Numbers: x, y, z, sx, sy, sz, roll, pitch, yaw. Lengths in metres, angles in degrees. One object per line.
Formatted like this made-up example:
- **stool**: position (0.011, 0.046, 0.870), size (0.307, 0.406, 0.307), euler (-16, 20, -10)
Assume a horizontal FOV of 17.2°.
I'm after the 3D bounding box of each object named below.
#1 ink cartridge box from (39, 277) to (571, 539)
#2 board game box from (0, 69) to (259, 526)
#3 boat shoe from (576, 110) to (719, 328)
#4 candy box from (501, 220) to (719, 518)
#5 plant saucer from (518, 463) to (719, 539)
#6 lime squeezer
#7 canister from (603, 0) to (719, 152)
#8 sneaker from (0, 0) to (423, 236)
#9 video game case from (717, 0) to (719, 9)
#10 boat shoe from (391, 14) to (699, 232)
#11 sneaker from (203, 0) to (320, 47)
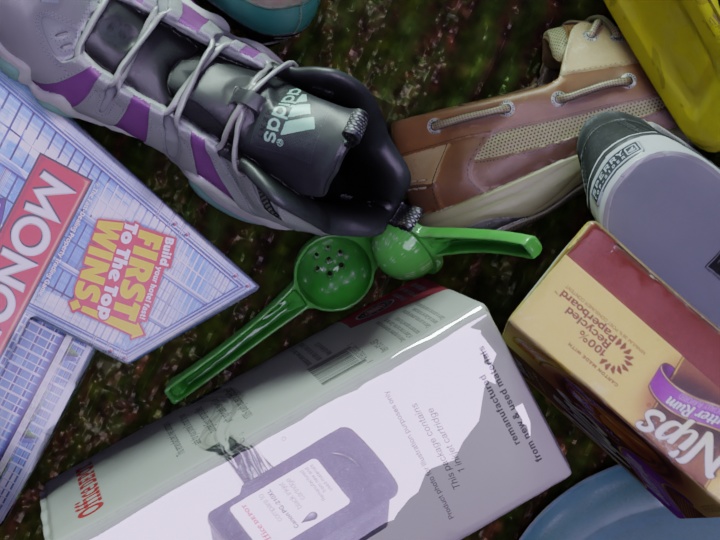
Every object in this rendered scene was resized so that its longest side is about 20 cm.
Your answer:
- **ink cartridge box**: position (-0.029, 0.090, 1.007), size (0.199, 0.145, 0.085), euler (-29, 98, -6)
- **board game box**: position (-0.156, 0.006, 1.024), size (0.199, 0.062, 0.201), euler (27, 89, -9)
- **boat shoe**: position (0.163, 0.004, 1.025), size (0.199, 0.068, 0.074), euler (35, 105, -26)
- **candy box**: position (0.117, 0.046, 0.989), size (0.117, 0.200, 0.057), euler (41, 85, 5)
- **plant saucer**: position (0.155, 0.175, 1.055), size (0.199, 0.027, 0.201), euler (1, 56, -2)
- **lime squeezer**: position (0.000, 0.000, 1.031), size (0.199, 0.071, 0.038), euler (-22, 100, 32)
- **canister**: position (0.207, -0.146, 1.021), size (0.199, 0.087, 0.149), euler (-21, 70, -19)
- **sneaker**: position (-0.051, -0.072, 0.961), size (0.200, 0.140, 0.078), euler (30, 83, -38)
- **video game case**: position (0.240, -0.078, 0.962), size (0.180, 0.025, 0.201), euler (-21, 105, -17)
- **boat shoe**: position (0.106, -0.077, 1.054), size (0.199, 0.076, 0.074), euler (-25, 94, -8)
- **sneaker**: position (-0.089, -0.176, 1.021), size (0.071, 0.080, 0.200), euler (-33, 76, -23)
